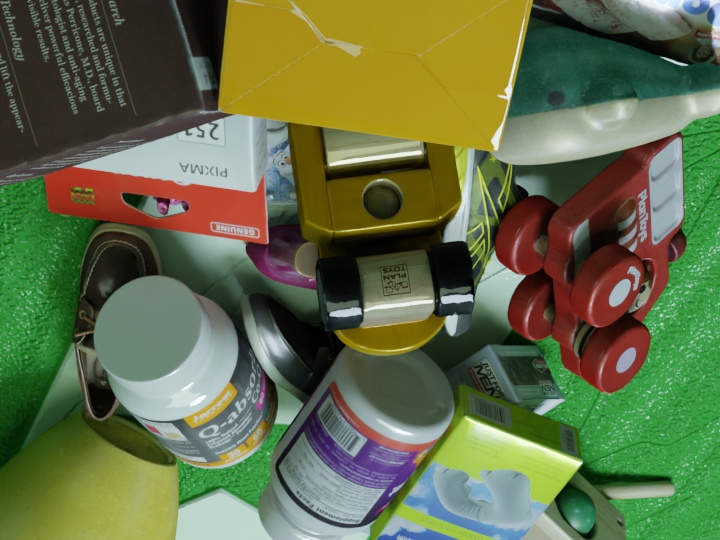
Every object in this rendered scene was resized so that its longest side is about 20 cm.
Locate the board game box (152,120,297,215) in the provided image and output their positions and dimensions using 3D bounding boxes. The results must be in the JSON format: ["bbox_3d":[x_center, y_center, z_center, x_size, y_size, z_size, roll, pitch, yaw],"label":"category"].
[{"bbox_3d":[-0.073,-0.127,1.423,0.198,0.026,0.201,0,131,-3],"label":"board game box"}]

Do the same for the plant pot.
[{"bbox_3d":[-0.246,0.212,1.621,0.199,0.200,0.143,26,97,-23],"label":"plant pot"}]

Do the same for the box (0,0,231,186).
[{"bbox_3d":[-0.202,-0.163,1.254,0.199,0.166,0.165,-17,93,11],"label":"box"}]

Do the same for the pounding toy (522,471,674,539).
[{"bbox_3d":[0.174,0.246,1.707,0.200,0.143,0.184,-36,114,27],"label":"pounding toy"}]

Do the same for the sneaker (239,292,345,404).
[{"bbox_3d":[-0.022,0.065,1.570,0.106,0.075,0.200,-28,136,14],"label":"sneaker"}]

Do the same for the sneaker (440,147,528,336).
[{"bbox_3d":[0.099,-0.036,1.460,0.084,0.075,0.201,-5,119,-14],"label":"sneaker"}]

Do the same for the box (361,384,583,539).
[{"bbox_3d":[0.094,0.199,1.563,0.121,0.048,0.200,21,125,-16],"label":"box"}]

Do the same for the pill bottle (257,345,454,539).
[{"bbox_3d":[-0.011,0.158,1.533,0.111,0.112,0.200,20,129,-19],"label":"pill bottle"}]

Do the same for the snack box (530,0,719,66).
[{"bbox_3d":[0.200,-0.212,1.362,0.199,0.024,0.072,15,129,-14],"label":"snack box"}]

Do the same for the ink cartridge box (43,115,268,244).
[{"bbox_3d":[-0.173,-0.090,1.407,0.199,0.044,0.174,8,130,9],"label":"ink cartridge box"}]

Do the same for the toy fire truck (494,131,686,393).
[{"bbox_3d":[0.212,-0.008,1.469,0.168,0.112,0.201,-38,140,-21],"label":"toy fire truck"}]

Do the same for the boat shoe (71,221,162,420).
[{"bbox_3d":[-0.216,0.049,1.535,0.072,0.072,0.201,11,130,-8],"label":"boat shoe"}]

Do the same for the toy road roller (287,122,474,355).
[{"bbox_3d":[0.012,-0.033,1.404,0.122,0.201,0.146,-7,169,-7],"label":"toy road roller"}]

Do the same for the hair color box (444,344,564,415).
[{"bbox_3d":[0.077,0.143,1.615,0.200,0.061,0.099,-35,160,25],"label":"hair color box"}]

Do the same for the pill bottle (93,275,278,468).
[{"bbox_3d":[-0.148,0.087,1.505,0.116,0.117,0.200,-13,154,8],"label":"pill bottle"}]

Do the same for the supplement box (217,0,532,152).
[{"bbox_3d":[0.013,-0.204,1.229,0.196,0.201,0.133,8,127,-3],"label":"supplement box"}]

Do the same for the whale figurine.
[{"bbox_3d":[0.188,-0.143,1.367,0.199,0.159,0.105,-10,91,1],"label":"whale figurine"}]

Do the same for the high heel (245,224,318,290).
[{"bbox_3d":[0.000,0.000,1.533,0.199,0.096,0.068,5,94,-33],"label":"high heel"}]
